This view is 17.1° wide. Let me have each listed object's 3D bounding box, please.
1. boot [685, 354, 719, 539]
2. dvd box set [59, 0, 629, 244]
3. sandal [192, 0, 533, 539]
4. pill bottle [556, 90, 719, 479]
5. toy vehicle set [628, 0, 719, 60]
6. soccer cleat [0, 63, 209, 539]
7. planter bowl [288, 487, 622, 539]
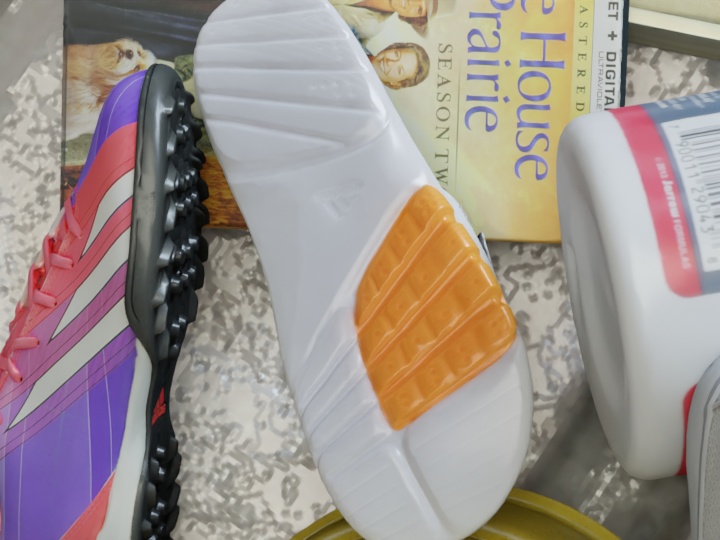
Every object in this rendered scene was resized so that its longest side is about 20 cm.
[{"bbox_3d":[0.134,0.123,0.693,0.074,0.096,0.200,-11,109,-5],"label":"boot"},{"bbox_3d":[-0.006,-0.084,0.844,0.200,0.029,0.146,4,96,9],"label":"dvd box set"},{"bbox_3d":[0.007,-0.004,0.809,0.079,0.059,0.207,-25,70,13],"label":"sandal"},{"bbox_3d":[0.171,-0.008,0.768,0.200,0.120,0.120,-10,80,-3],"label":"pill bottle"},{"bbox_3d":[0.061,-0.156,0.872,0.200,0.027,0.124,13,83,8],"label":"toy vehicle set"},{"bbox_3d":[-0.096,0.026,0.815,0.073,0.068,0.200,9,105,8],"label":"soccer cleat"},{"bbox_3d":[0.012,0.159,0.769,0.200,0.083,0.201,-7,73,22],"label":"planter bowl"}]
